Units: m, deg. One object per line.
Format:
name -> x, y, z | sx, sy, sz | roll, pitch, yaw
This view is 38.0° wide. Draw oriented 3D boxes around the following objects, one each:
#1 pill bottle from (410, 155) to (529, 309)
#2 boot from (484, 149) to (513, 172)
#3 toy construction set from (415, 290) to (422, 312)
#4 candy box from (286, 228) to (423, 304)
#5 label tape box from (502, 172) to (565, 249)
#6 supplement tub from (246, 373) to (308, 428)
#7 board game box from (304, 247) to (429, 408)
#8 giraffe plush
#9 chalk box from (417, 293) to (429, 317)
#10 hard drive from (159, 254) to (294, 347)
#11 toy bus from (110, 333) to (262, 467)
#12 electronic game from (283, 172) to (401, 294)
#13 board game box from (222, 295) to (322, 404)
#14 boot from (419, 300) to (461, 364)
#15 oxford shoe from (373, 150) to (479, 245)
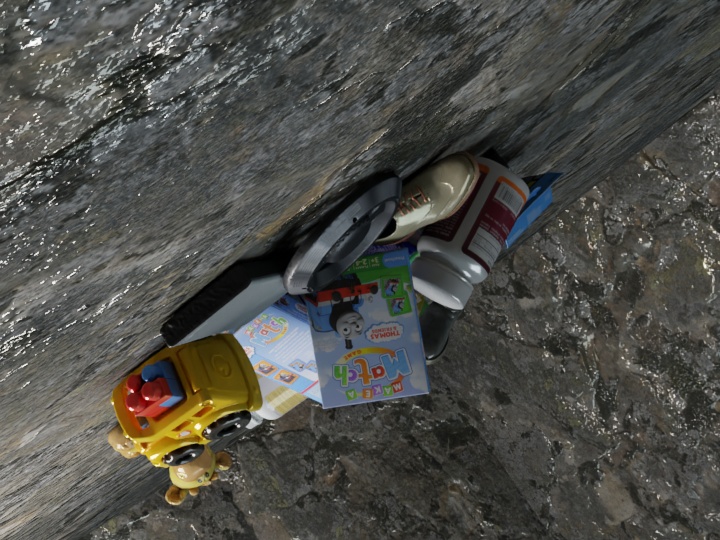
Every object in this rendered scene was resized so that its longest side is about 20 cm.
pill bottle -> 0.152, -0.053, 1.506 | 0.201, 0.114, 0.114 | -61, 177, -11
boot -> 0.177, -0.112, 1.682 | 0.162, 0.073, 0.198 | -39, 165, 9
toy construction set -> 0.052, 0.091, 1.785 | 0.130, 0.093, 0.200 | -10, 164, -2
candy box -> 0.000, 0.000, 1.590 | 0.200, 0.077, 0.169 | -37, 172, 18
label tape box -> 0.258, -0.099, 1.814 | 0.143, 0.066, 0.200 | -43, -159, -28
supplement tub -> -0.130, 0.148, 1.686 | 0.200, 0.146, 0.145 | -35, 172, 2
board game box -> 0.007, 0.080, 1.448 | 0.151, 0.201, 0.037 | -9, -176, 6
giraffe plush -> -0.314, 0.306, 1.790 | 0.172, 0.162, 0.200 | -36, 172, 4
chalk box -> 0.020, 0.090, 2.051 | 0.200, 0.124, 0.124 | -27, 169, -48
hard drive -> -0.150, 0.033, 1.312 | 0.139, 0.033, 0.200 | -37, 172, 19
toy bus -> -0.264, 0.177, 1.406 | 0.200, 0.136, 0.192 | -35, 160, 20
electronic game -> -0.021, -0.045, 1.308 | 0.200, 0.042, 0.200 | -44, 169, -11
board game box -> -0.093, 0.115, 1.543 | 0.151, 0.200, 0.037 | -41, -148, 38
boot -> 0.145, 0.031, 1.652 | 0.200, 0.072, 0.182 | 114, 2, -50
oxford shoe -> 0.076, -0.088, 1.404 | 0.200, 0.071, 0.074 | -40, 168, 33
